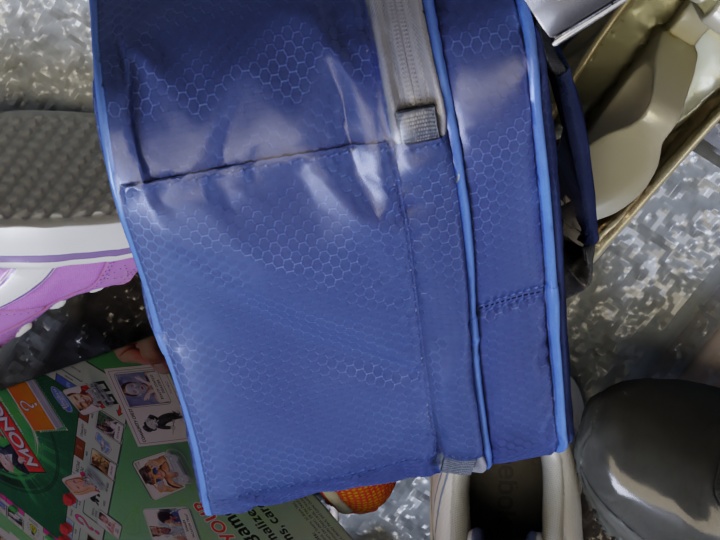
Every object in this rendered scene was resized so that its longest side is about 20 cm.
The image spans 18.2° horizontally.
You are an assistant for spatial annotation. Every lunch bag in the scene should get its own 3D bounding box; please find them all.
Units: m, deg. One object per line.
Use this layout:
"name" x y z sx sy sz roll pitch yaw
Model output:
"lunch bag" 0.003 -0.024 0.659 0.132 0.136 0.200 -10 136 1

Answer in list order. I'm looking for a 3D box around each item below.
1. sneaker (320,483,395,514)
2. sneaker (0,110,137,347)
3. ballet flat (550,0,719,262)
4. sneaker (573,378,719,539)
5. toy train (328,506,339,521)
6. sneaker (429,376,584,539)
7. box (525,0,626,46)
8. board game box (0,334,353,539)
"sneaker" 0.000 0.000 0.787 0.077 0.073 0.200 -6 119 2
"sneaker" -0.145 0.012 0.798 0.200 0.073 0.115 -10 129 -13
"ballet flat" 0.109 -0.075 0.733 0.069 0.070 0.200 34 117 -9
"sneaker" 0.171 0.082 0.783 0.200 0.076 0.091 22 153 -10
"toy train" 0.041 0.151 0.870 0.200 0.056 0.151 23 93 8
"sneaker" 0.050 0.128 0.797 0.074 0.087 0.201 -6 90 6
"box" 0.115 -0.149 0.618 0.157 0.200 0.050 -30 104 20
"board game box" -0.062 0.112 0.764 0.200 0.134 0.029 47 135 26
